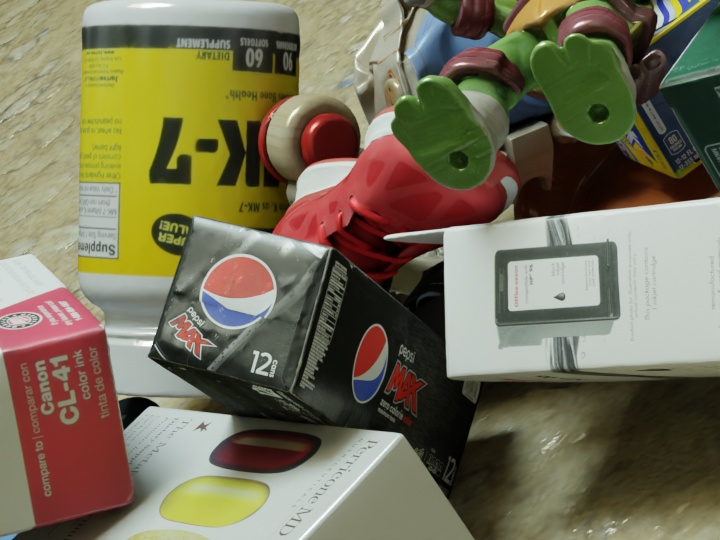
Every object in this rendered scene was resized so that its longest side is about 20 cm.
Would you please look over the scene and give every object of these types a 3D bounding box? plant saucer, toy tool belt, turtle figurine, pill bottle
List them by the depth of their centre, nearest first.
[{"bbox_3d":[0.072,-0.135,1.223,0.143,0.201,0.194,12,33,6],"label":"turtle figurine"},{"bbox_3d":[0.169,-0.064,1.420,0.200,0.032,0.200,-29,22,13],"label":"plant saucer"},{"bbox_3d":[0.057,-0.095,1.427,0.200,0.125,0.123,-28,19,-24],"label":"toy tool belt"},{"bbox_3d":[-0.089,-0.037,1.482,0.114,0.201,0.114,1,2,0],"label":"pill bottle"}]

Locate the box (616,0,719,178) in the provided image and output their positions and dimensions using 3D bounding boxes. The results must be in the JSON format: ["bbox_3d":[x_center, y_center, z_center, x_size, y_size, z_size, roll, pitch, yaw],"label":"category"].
[{"bbox_3d":[0.201,-0.132,1.381,0.200,0.070,0.064,-37,21,-8],"label":"box"}]

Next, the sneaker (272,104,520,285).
[{"bbox_3d":[0.000,0.000,1.317,0.116,0.078,0.200,-60,9,-19],"label":"sneaker"}]

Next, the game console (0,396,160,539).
[{"bbox_3d":[-0.184,0.151,1.468,0.200,0.031,0.177,-30,21,11],"label":"game console"}]

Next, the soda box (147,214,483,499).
[{"bbox_3d":[-0.014,0.041,1.222,0.071,0.200,0.064,13,78,24],"label":"soda box"}]

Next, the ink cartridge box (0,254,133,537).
[{"bbox_3d":[-0.211,0.065,1.217,0.199,0.086,0.148,-11,17,-17],"label":"ink cartridge box"}]

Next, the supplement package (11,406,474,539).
[{"bbox_3d":[-0.045,0.136,1.191,0.114,0.110,0.200,-45,24,-26],"label":"supplement package"}]

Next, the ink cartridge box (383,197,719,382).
[{"bbox_3d":[0.116,0.012,1.201,0.116,0.068,0.200,3,-6,-43],"label":"ink cartridge box"}]

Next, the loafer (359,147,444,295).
[{"bbox_3d":[0.000,-0.024,1.535,0.076,0.068,0.200,-34,36,-25],"label":"loafer"}]

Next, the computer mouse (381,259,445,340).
[{"bbox_3d":[0.041,0.035,1.337,0.199,0.046,0.141,-2,47,36],"label":"computer mouse"}]

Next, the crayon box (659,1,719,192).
[{"bbox_3d":[0.220,-0.094,1.279,0.051,0.126,0.200,-12,30,42],"label":"crayon box"}]
